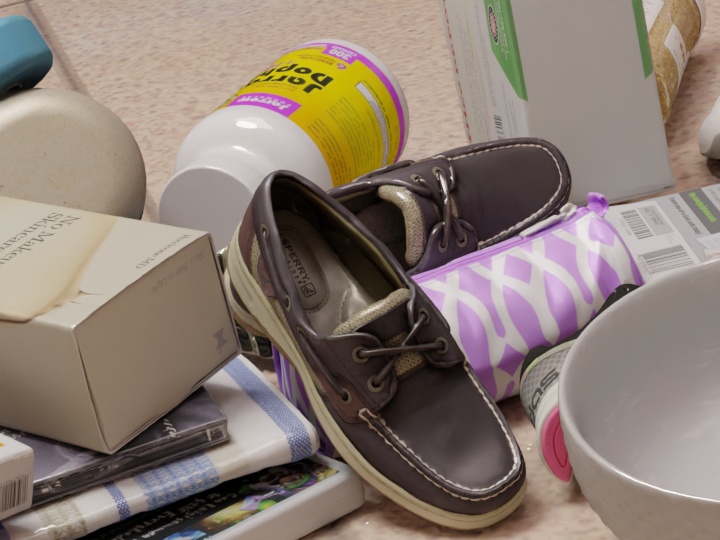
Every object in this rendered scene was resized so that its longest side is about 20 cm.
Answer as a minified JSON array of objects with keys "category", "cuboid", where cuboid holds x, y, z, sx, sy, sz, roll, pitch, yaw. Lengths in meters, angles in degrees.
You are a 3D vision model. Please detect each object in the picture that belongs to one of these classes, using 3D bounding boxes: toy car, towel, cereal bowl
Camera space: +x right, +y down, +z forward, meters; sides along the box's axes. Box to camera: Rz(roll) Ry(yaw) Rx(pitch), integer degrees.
[{"category":"toy car","cuboid":[-0.214,-0.016,1.396,0.177,0.185,0.200,-32,-6,-15]},{"category":"towel","cuboid":[-0.131,0.092,1.160,0.200,0.024,0.147,-20,24,-18]},{"category":"cereal bowl","cuboid":[0.184,0.072,1.002,0.199,0.084,0.200,-8,28,4]}]

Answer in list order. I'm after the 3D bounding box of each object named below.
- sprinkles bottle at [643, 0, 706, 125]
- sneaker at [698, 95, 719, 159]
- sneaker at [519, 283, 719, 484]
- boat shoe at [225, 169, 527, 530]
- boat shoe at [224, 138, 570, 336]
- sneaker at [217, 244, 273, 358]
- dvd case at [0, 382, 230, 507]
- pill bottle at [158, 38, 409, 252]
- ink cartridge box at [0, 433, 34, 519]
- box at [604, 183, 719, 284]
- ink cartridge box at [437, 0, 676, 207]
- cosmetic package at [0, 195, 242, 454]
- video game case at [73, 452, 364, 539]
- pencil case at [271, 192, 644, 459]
[{"category":"sprinkles bottle","cuboid":[0.190,-0.147,1.610,0.068,0.068,0.200,-5,22,18]},{"category":"sneaker","cuboid":[0.262,-0.128,1.508,0.070,0.080,0.200,3,26,29]},{"category":"sneaker","cuboid":[0.161,0.036,1.138,0.199,0.074,0.087,-22,28,-12]},{"category":"boat shoe","cuboid":[0.006,0.034,1.110,0.072,0.065,0.200,-28,63,-21]},{"category":"boat shoe","cuboid":[0.024,-0.021,1.259,0.200,0.072,0.065,-19,-9,-11]},{"category":"sneaker","cuboid":[0.000,0.000,1.345,0.199,0.079,0.089,-12,6,-10]},{"category":"dvd case","cuboid":[-0.162,0.063,1.192,0.148,0.016,0.200,-18,24,-13]},{"category":"pill bottle","cuboid":[-0.050,-0.067,1.479,0.104,0.105,0.200,-2,23,24]},{"category":"ink cartridge box","cuboid":[-0.253,0.076,1.095,0.200,0.037,0.095,23,27,33]},{"category":"box","cuboid":[0.240,-0.014,1.275,0.199,0.041,0.156,-13,20,-2]},{"category":"ink cartridge box","cuboid":[0.112,-0.119,1.421,0.087,0.146,0.200,-13,9,-8]},{"category":"cosmetic package","cuboid":[-0.170,0.020,1.179,0.200,0.073,0.103,8,33,38]},{"category":"video game case","cuboid":[-0.128,0.123,1.144,0.200,0.023,0.182,-24,23,-32]},{"category":"pencil case","cuboid":[0.051,0.028,1.204,0.200,0.086,0.084,-20,20,-20]}]
